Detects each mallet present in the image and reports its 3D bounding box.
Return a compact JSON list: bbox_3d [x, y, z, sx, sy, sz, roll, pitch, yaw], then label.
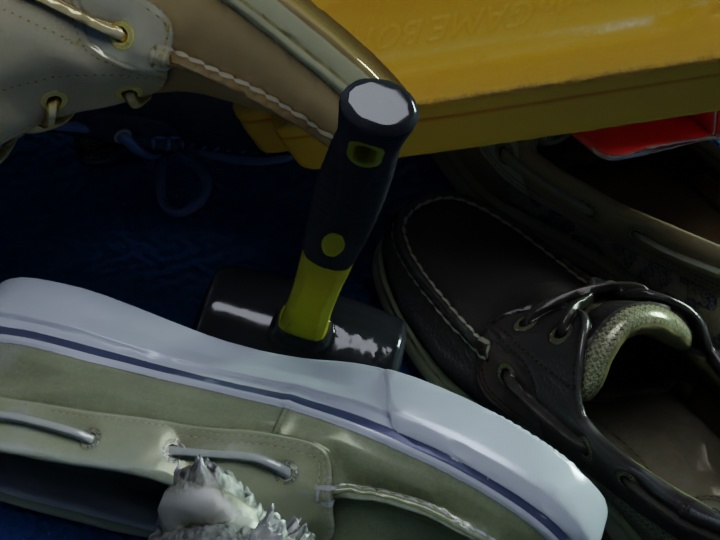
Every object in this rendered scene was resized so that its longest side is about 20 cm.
[{"bbox_3d":[0.000,0.000,0.655,0.066,0.200,0.041,20,67,-8],"label":"mallet"}]

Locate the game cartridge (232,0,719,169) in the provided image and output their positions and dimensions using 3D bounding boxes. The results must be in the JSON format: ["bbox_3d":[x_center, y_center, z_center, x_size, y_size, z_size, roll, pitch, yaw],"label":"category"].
[{"bbox_3d":[0.057,-0.124,0.742,0.176,0.032,0.200,-8,49,24],"label":"game cartridge"}]

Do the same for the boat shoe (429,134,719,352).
[{"bbox_3d":[0.093,-0.032,0.792,0.073,0.063,0.200,-30,58,-33],"label":"boat shoe"}]

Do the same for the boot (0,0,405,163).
[{"bbox_3d":[-0.100,-0.041,0.678,0.200,0.155,0.073,29,3,0],"label":"boot"}]

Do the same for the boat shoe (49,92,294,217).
[{"bbox_3d":[-0.083,-0.069,0.782,0.200,0.069,0.084,17,30,-19],"label":"boat shoe"}]

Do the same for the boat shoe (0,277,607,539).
[{"bbox_3d":[-0.030,0.061,0.682,0.200,0.072,0.062,15,60,15],"label":"boat shoe"}]

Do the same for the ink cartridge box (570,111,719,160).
[{"bbox_3d":[0.136,-0.110,0.788,0.200,0.067,0.116,-16,38,-25],"label":"ink cartridge box"}]

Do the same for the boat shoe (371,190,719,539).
[{"bbox_3d":[0.080,0.033,0.724,0.073,0.065,0.200,-28,57,-31],"label":"boat shoe"}]

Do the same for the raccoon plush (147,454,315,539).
[{"bbox_3d":[0.023,0.120,0.642,0.200,0.097,0.134,15,22,-41],"label":"raccoon plush"}]
